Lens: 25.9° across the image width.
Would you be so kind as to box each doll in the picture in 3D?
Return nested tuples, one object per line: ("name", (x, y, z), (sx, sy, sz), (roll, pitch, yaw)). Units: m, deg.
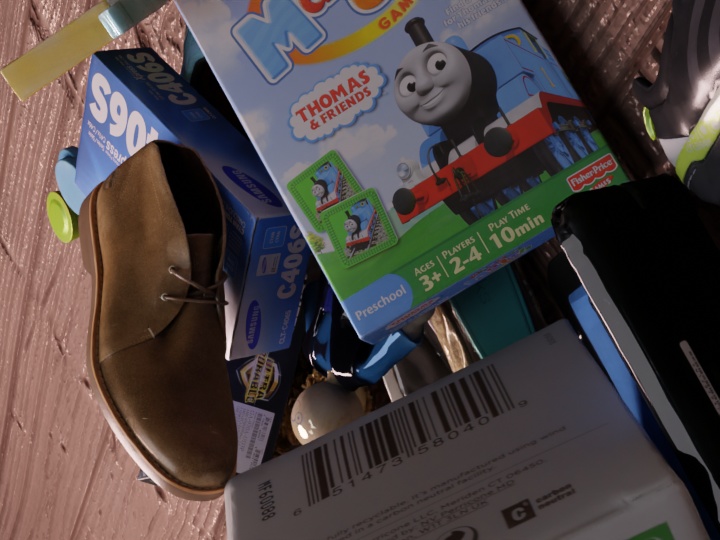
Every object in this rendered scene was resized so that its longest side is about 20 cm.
("doll", (0.000, 0.000, 0.840), (0.136, 0.048, 0.200), (11, 91, 62))

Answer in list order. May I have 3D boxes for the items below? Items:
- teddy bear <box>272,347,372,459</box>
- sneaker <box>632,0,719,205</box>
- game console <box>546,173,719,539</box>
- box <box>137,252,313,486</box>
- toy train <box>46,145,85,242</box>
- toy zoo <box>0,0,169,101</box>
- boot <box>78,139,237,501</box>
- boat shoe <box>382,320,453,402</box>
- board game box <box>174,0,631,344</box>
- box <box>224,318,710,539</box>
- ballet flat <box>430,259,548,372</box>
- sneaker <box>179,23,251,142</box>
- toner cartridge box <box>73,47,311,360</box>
("teddy bear", (-0.037, 0.080, 1.002), (0.200, 0.067, 0.145), (143, 133, -76))
("sneaker", (0.152, -0.107, 0.610), (0.083, 0.072, 0.200), (54, 148, 25))
("game console", (0.137, 0.070, 0.720), (0.116, 0.176, 0.200), (-35, 79, 31))
("box", (-0.086, 0.062, 1.009), (0.200, 0.046, 0.159), (151, 136, -70))
("toy train", (-0.178, -0.051, 1.149), (0.085, 0.116, 0.200), (63, 150, 9))
("toy zoo", (-0.128, -0.141, 0.848), (0.020, 0.131, 0.200), (56, -178, -12))
("boot", (-0.098, 0.021, 0.819), (0.075, 0.074, 0.200), (-42, 55, 40))
("boat shoe", (0.020, -0.012, 0.923), (0.067, 0.057, 0.200), (-19, -90, -81))
("board game box", (0.019, -0.088, 0.776), (0.200, 0.151, 0.037), (61, -171, 12))
("box", (0.062, 0.163, 0.725), (0.200, 0.199, 0.171), (-109, -7, -71))
("ballet flat", (0.085, 0.060, 0.861), (0.065, 0.070, 0.200), (161, 90, -85))
("sneaker", (-0.091, -0.087, 0.984), (0.090, 0.078, 0.200), (-85, 2, -47))
("toner cartridge box", (-0.101, -0.044, 0.912), (0.200, 0.043, 0.095), (44, 133, 41))
